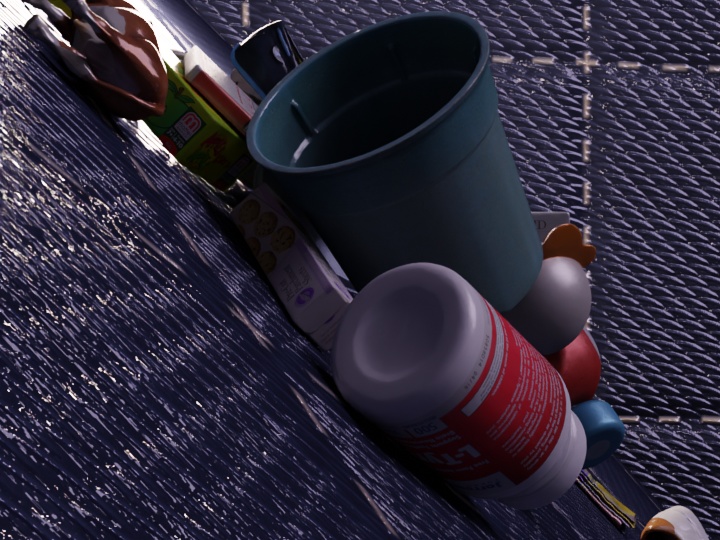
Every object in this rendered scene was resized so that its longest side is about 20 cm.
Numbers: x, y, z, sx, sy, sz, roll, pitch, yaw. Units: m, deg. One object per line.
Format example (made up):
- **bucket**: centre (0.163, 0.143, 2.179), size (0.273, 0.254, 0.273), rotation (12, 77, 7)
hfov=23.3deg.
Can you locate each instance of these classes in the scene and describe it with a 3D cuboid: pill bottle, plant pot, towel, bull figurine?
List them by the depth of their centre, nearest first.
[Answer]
- **pill bottle**: centre (0.075, 0.087, 1.197), size (0.200, 0.112, 0.112), rotation (42, 6, -45)
- **bull figurine**: centre (-0.193, -0.173, 1.299), size (0.121, 0.065, 0.200), rotation (40, 5, -28)
- **plant pot**: centre (0.041, -0.062, 1.360), size (0.197, 0.199, 0.200), rotation (63, -5, -31)
- **towel**: centre (0.282, 0.256, 2.241), size (0.200, 0.023, 0.144), rotation (48, 5, 12)

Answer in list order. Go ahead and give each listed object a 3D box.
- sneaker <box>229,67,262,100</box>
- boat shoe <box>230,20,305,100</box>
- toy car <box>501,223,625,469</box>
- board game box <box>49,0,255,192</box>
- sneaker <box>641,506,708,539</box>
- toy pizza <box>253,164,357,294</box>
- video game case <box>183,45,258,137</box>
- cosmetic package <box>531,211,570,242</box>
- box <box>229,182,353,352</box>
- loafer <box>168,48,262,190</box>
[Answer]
- **sneaker**: centre (-0.068, -0.126, 1.714), size (0.115, 0.075, 0.200), rotation (49, -17, 27)
- **boat shoe**: centre (-0.035, -0.145, 1.578), size (0.200, 0.069, 0.084), rotation (48, 3, 5)
- **toy car**: centre (0.152, 0.042, 1.485), size (0.176, 0.201, 0.185), rotation (-3, 45, -35)
- **board game box**: centre (-0.175, -0.161, 1.453), size (0.200, 0.048, 0.102), rotation (48, 4, 21)
- **sneaker**: centre (0.381, 0.365, 1.960), size (0.084, 0.073, 0.200), rotation (-13, 61, -49)
- **toy pizza**: centre (-0.011, -0.041, 1.598), size (0.199, 0.032, 0.201), rotation (22, 38, -18)
- **video game case**: centre (-0.074, -0.109, 1.488), size (0.200, 0.017, 0.143), rotation (44, 6, -14)
- **cosmetic package**: centre (0.150, 0.046, 1.662), size (0.071, 0.101, 0.202), rotation (-8, 97, -85)
- **box**: centre (-0.050, -0.006, 1.305), size (0.039, 0.041, 0.200), rotation (45, 6, -30)
- **loafer**: centre (-0.129, -0.143, 1.631), size (0.200, 0.072, 0.063), rotation (40, 0, -33)
